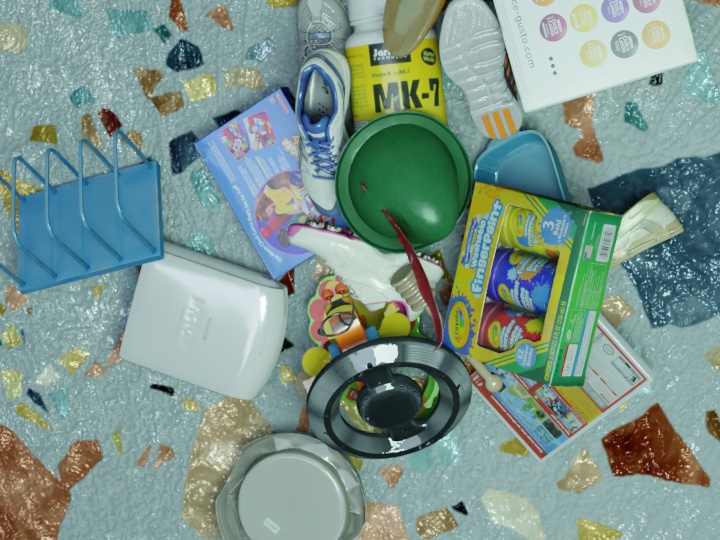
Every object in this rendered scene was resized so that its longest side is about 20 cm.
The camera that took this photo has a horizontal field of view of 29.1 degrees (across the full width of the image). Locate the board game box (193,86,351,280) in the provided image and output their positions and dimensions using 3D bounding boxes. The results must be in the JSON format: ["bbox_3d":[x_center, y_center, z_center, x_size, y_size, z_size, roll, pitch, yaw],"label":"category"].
[{"bbox_3d":[-0.100,-0.109,1.745,0.134,0.045,0.201,-30,91,13],"label":"board game box"}]

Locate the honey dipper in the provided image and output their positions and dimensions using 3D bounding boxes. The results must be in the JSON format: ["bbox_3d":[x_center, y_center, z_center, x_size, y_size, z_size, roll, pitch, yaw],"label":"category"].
[{"bbox_3d":[0.111,0.074,1.678,0.038,0.038,0.200,-37,110,13],"label":"honey dipper"}]

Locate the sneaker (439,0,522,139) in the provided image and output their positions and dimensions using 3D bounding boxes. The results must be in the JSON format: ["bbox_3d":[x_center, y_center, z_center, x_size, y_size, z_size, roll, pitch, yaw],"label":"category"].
[{"bbox_3d":[0.137,-0.258,1.625,0.077,0.112,0.201,-11,134,11],"label":"sneaker"}]

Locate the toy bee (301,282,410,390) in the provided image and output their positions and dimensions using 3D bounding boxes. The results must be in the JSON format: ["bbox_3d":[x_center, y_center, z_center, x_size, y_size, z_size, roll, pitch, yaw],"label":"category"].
[{"bbox_3d":[-0.005,0.071,1.655,0.130,0.109,0.201,-9,139,-14],"label":"toy bee"}]

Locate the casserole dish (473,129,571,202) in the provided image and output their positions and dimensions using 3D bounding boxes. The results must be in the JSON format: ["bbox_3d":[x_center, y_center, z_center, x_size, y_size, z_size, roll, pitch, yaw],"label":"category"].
[{"bbox_3d":[0.203,-0.071,1.659,0.121,0.039,0.201,-26,69,39],"label":"casserole dish"}]

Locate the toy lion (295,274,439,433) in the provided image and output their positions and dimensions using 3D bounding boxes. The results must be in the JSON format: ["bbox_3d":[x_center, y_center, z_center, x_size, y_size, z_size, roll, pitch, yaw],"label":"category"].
[{"bbox_3d":[0.018,0.097,1.747,0.199,0.069,0.193,27,94,6],"label":"toy lion"}]

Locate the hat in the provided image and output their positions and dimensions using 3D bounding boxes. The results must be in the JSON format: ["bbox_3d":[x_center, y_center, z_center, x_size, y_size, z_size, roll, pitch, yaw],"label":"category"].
[{"bbox_3d":[0.076,-0.063,1.554,0.165,0.176,0.200,-35,115,1],"label":"hat"}]

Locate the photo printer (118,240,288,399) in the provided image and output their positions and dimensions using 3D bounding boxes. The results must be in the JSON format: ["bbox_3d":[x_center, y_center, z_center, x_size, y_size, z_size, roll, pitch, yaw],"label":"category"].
[{"bbox_3d":[-0.195,0.067,1.775,0.199,0.069,0.167,19,101,8],"label":"photo printer"}]

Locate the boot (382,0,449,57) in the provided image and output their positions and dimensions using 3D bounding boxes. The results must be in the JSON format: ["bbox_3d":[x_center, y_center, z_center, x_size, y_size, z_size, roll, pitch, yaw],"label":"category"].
[{"bbox_3d":[0.100,-0.318,1.613,0.070,0.144,0.202,12,80,31],"label":"boot"}]

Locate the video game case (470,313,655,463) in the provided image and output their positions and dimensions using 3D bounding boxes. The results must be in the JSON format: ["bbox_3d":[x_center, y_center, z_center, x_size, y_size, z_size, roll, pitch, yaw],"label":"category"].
[{"bbox_3d":[0.240,0.130,1.689,0.143,0.017,0.200,48,124,2],"label":"video game case"}]

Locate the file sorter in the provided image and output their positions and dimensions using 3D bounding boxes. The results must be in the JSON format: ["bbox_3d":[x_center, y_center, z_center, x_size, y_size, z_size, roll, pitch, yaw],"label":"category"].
[{"bbox_3d":[-0.363,-0.078,1.735,0.199,0.123,0.140,-14,61,13],"label":"file sorter"}]

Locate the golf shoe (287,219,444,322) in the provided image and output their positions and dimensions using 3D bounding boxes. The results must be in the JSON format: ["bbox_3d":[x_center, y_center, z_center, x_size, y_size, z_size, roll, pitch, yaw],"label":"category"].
[{"bbox_3d":[0.000,0.000,1.685,0.199,0.075,0.092,19,94,-8],"label":"golf shoe"}]

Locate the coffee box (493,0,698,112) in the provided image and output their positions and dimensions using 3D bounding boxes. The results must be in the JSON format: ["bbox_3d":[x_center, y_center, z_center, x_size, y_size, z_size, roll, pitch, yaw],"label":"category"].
[{"bbox_3d":[0.258,-0.303,1.569,0.196,0.200,0.201,-15,95,12],"label":"coffee box"}]

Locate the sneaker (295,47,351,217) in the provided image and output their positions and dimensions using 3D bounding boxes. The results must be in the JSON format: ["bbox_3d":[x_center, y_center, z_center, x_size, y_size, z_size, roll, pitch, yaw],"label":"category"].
[{"bbox_3d":[-0.050,-0.156,1.628,0.075,0.088,0.201,-2,104,14],"label":"sneaker"}]

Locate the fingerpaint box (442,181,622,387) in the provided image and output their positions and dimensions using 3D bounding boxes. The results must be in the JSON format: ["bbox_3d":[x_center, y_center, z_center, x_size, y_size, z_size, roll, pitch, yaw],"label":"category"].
[{"bbox_3d":[0.191,0.014,1.587,0.166,0.073,0.201,19,99,42],"label":"fingerpaint box"}]

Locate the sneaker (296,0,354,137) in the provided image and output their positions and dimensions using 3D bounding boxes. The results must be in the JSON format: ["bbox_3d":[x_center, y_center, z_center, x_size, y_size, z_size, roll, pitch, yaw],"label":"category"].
[{"bbox_3d":[-0.039,-0.244,1.696,0.074,0.082,0.201,-9,96,12],"label":"sneaker"}]

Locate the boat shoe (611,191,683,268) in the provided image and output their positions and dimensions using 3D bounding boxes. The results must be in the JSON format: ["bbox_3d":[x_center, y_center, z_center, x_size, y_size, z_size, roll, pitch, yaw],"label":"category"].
[{"bbox_3d":[0.294,-0.008,1.669,0.200,0.073,0.063,-42,85,8],"label":"boat shoe"}]

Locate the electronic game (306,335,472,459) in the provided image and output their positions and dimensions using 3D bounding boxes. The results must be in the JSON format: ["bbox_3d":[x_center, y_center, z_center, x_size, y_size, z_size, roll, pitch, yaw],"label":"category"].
[{"bbox_3d":[0.034,0.153,1.641,0.198,0.042,0.201,-6,132,-6],"label":"electronic game"}]

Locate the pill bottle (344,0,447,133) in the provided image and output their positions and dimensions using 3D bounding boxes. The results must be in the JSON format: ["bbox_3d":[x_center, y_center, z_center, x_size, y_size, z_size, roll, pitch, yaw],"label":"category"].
[{"bbox_3d":[0.041,-0.231,1.666,0.113,0.114,0.202,-6,96,12],"label":"pill bottle"}]

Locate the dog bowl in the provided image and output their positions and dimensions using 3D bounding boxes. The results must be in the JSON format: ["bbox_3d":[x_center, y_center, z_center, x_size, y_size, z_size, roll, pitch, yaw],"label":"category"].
[{"bbox_3d":[-0.084,0.300,1.791,0.199,0.059,0.202,2,97,11],"label":"dog bowl"}]
